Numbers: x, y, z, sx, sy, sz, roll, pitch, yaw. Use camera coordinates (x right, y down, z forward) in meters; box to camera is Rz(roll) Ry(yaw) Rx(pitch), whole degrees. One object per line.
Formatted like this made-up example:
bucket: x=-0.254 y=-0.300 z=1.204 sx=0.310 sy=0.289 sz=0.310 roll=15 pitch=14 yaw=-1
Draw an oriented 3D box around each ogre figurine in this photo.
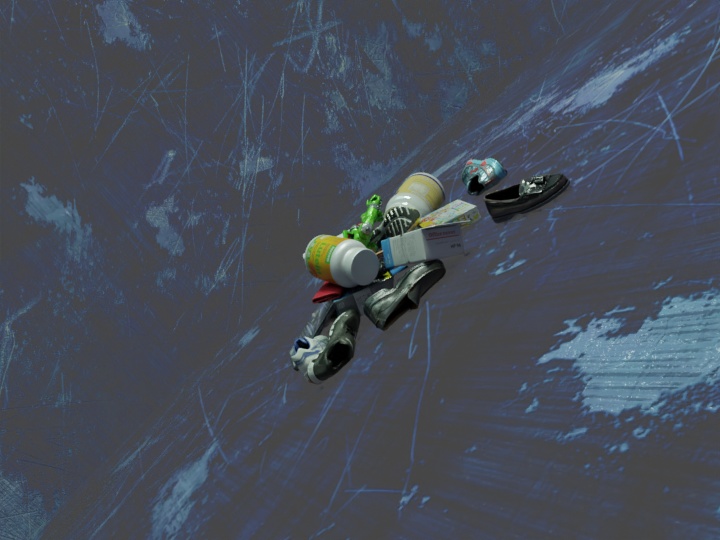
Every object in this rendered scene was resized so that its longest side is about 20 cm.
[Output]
ogre figurine: x=0.000 y=-0.089 z=1.467 sx=0.199 sy=0.098 sz=0.121 roll=-38 pitch=22 yaw=33

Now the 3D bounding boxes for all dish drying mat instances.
dish drying mat: x=-0.067 y=0.042 z=1.399 sx=0.075 sy=0.019 sz=0.200 roll=-19 pitch=10 yaw=12

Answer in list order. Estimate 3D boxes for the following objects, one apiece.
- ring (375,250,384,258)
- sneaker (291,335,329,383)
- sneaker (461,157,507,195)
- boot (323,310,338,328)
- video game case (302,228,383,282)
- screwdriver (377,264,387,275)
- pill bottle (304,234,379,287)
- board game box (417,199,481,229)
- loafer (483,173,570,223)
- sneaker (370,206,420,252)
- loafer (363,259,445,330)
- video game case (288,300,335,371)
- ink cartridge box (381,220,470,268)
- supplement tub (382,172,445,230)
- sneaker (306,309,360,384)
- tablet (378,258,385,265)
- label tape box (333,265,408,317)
ring: x=0.075 y=-0.046 z=1.433 sx=0.196 sy=0.020 sz=0.200 roll=-24 pitch=-2 yaw=-1
sneaker: x=-0.117 y=0.186 z=1.335 sx=0.075 sy=0.088 sz=0.200 roll=-41 pitch=9 yaw=8
sneaker: x=0.313 y=-0.250 z=1.513 sx=0.096 sy=0.079 sz=0.200 roll=-45 pitch=11 yaw=-8
boot: x=-0.045 y=0.078 z=1.558 sx=0.199 sy=0.064 sz=0.189 roll=-31 pitch=28 yaw=59
video game case: x=-0.041 y=-0.034 z=1.627 sx=0.196 sy=0.182 sz=0.023 roll=-26 pitch=49 yaw=15
screwdriver: x=0.000 y=0.000 z=1.386 sx=0.198 sy=0.029 sz=0.028 roll=0 pitch=61 yaw=53
pill bottle: x=-0.044 y=-0.021 z=1.337 sx=0.111 sy=0.112 sz=0.198 roll=-45 pitch=30 yaw=-20
board game box: x=0.217 y=-0.128 z=1.410 sx=0.132 sy=0.035 sz=0.200 roll=-26 pitch=12 yaw=2
loafer: x=0.327 y=-0.154 z=1.122 sx=0.072 sy=0.063 sz=0.199 roll=-48 pitch=12 yaw=-31
sneaker: x=0.103 y=-0.112 z=1.509 sx=0.089 sy=0.080 sz=0.199 roll=0 pitch=-22 yaw=-37
loafer: x=0.103 y=0.054 z=1.160 sx=0.198 sy=0.073 sz=0.073 roll=-36 pitch=49 yaw=-3
video game case: x=-0.131 y=0.162 z=1.503 sx=0.203 sy=0.019 sz=0.143 roll=-58 pitch=15 yaw=0
ink cartridge box: x=0.147 y=-0.055 z=1.225 sx=0.114 sy=0.070 sz=0.199 roll=-10 pitch=-1 yaw=-30
supplement tub: x=0.156 y=-0.180 z=1.618 sx=0.144 sy=0.146 sz=0.201 roll=-32 pitch=14 yaw=41
sneaker: x=-0.038 y=0.161 z=1.221 sx=0.090 sy=0.067 sz=0.201 roll=-25 pitch=24 yaw=48
tablet: x=0.104 y=-0.042 z=1.439 sx=0.196 sy=0.014 sz=0.130 roll=-24 pitch=-2 yaw=-18
label tape box: x=0.030 y=0.049 z=1.369 sx=0.196 sy=0.065 sz=0.144 roll=-24 pitch=11 yaw=1
